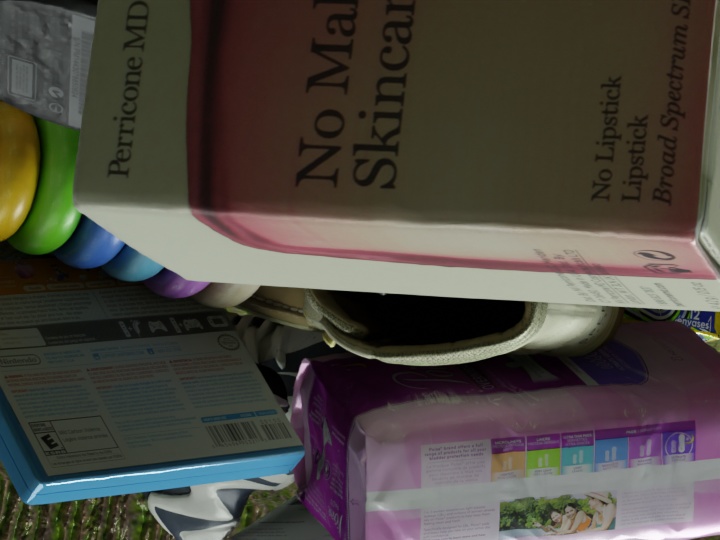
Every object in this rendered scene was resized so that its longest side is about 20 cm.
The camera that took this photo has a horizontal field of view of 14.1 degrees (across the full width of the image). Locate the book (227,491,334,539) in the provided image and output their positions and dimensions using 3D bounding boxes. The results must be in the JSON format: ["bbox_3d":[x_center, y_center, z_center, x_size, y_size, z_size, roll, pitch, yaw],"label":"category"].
[{"bbox_3d":[0.047,0.102,1.416,0.200,0.048,0.134,-27,-171,-34],"label":"book"}]

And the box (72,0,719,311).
[{"bbox_3d":[0.025,-0.063,0.917,0.200,0.128,0.109,3,169,17],"label":"box"}]

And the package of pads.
[{"bbox_3d":[0.076,0.075,1.291,0.200,0.076,0.121,-5,-165,-16],"label":"package of pads"}]

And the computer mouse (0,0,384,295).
[{"bbox_3d":[-0.049,-0.058,1.095,0.200,0.046,0.141,13,144,8],"label":"computer mouse"}]

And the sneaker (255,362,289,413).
[{"bbox_3d":[-0.109,0.020,1.276,0.076,0.088,0.200,-19,157,41],"label":"sneaker"}]

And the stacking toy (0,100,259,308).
[{"bbox_3d":[-0.132,-0.037,1.174,0.200,0.086,0.085,7,171,-30],"label":"stacking toy"}]

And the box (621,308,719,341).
[{"bbox_3d":[0.101,0.008,1.453,0.070,0.064,0.200,10,169,-25],"label":"box"}]

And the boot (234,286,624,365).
[{"bbox_3d":[0.000,0.000,1.236,0.200,0.072,0.155,10,-176,19],"label":"boot"}]

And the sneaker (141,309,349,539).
[{"bbox_3d":[-0.067,0.040,1.391,0.130,0.080,0.199,41,135,-7],"label":"sneaker"}]

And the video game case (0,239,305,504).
[{"bbox_3d":[-0.123,0.007,1.211,0.143,0.200,0.018,-4,143,-44],"label":"video game case"}]
